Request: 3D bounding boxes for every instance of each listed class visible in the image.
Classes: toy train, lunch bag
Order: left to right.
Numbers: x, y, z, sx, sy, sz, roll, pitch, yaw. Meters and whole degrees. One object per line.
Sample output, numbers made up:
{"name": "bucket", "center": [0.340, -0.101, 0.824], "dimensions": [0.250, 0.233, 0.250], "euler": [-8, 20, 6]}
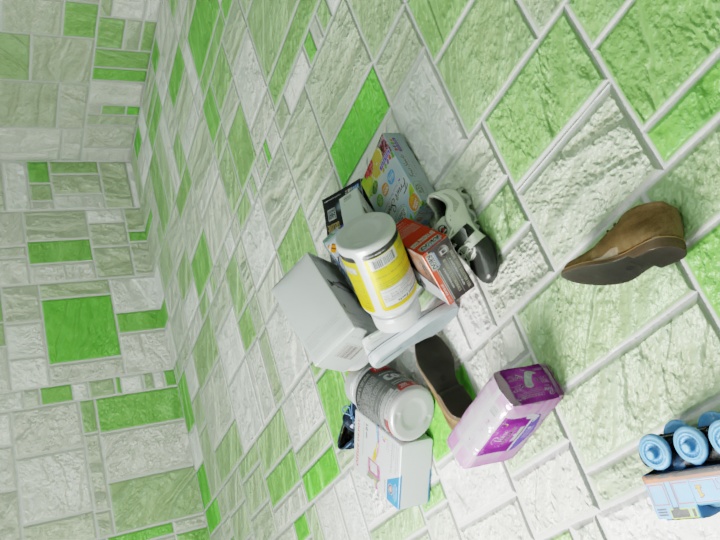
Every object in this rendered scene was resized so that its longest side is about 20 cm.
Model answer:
{"name": "lunch bag", "center": [0.000, 0.000, 1.515], "dimensions": [0.202, 0.075, 0.160], "euler": [55, -179, -3]}
{"name": "toy train", "center": [0.430, 0.236, 0.881], "dimensions": [0.199, 0.085, 0.116], "euler": [-36, 72, 55]}

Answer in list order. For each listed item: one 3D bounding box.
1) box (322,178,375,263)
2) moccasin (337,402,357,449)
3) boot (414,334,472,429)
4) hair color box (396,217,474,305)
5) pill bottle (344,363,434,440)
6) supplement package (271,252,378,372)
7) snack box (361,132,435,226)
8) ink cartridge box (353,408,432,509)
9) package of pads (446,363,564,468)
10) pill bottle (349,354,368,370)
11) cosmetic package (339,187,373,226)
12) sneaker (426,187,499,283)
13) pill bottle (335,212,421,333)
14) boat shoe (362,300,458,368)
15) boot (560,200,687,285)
{"name": "box", "center": [-0.016, -0.109, 1.675], "dimensions": [0.199, 0.049, 0.162], "euler": [-17, 79, 60]}
{"name": "moccasin", "center": [-0.007, 0.355, 1.696], "dimensions": [0.080, 0.067, 0.203], "euler": [41, 133, 36]}
{"name": "boot", "center": [0.151, 0.213, 1.388], "dimensions": [0.076, 0.072, 0.202], "euler": [92, 161, -51]}
{"name": "hair color box", "center": [0.121, -0.021, 1.339], "dimensions": [0.112, 0.063, 0.200], "euler": [58, 171, -20]}
{"name": "pill bottle", "center": [0.055, 0.266, 1.525], "dimensions": [0.199, 0.112, 0.117], "euler": [21, 112, 56]}
{"name": "supplement package", "center": [-0.069, 0.085, 1.463], "dimensions": [0.117, 0.116, 0.201], "euler": [-44, 60, 15]}
{"name": "snack box", "center": [0.078, -0.162, 1.492], "dimensions": [0.202, 0.052, 0.143], "euler": [64, 146, 32]}
{"name": "ink cartridge box", "center": [0.065, 0.395, 1.563], "dimensions": [0.199, 0.083, 0.148], "euler": [24, 115, 59]}
{"name": "package of pads", "center": [0.234, 0.243, 1.196], "dimensions": [0.076, 0.118, 0.202], "euler": [62, 144, 35]}
{"name": "pill bottle", "center": [-0.052, 0.145, 1.618], "dimensions": [0.199, 0.110, 0.115], "euler": [-162, 70, -63]}
{"name": "cosmetic package", "center": [0.023, -0.062, 1.457], "dimensions": [0.152, 0.051, 0.201], "euler": [55, -170, -25]}
{"name": "sneaker", "center": [0.175, -0.059, 1.298], "dimensions": [0.075, 0.087, 0.203], "euler": [-58, 46, 44]}
{"name": "pill bottle", "center": [0.038, 0.007, 1.311], "dimensions": [0.114, 0.113, 0.203], "euler": [38, 156, 53]}
{"name": "boat shoe", "center": [0.090, 0.103, 1.379], "dimensions": [0.067, 0.198, 0.074], "euler": [57, 177, 27]}
{"name": "boot", "center": [0.358, -0.032, 1.002], "dimensions": [0.199, 0.072, 0.077], "euler": [-29, 51, 55]}
